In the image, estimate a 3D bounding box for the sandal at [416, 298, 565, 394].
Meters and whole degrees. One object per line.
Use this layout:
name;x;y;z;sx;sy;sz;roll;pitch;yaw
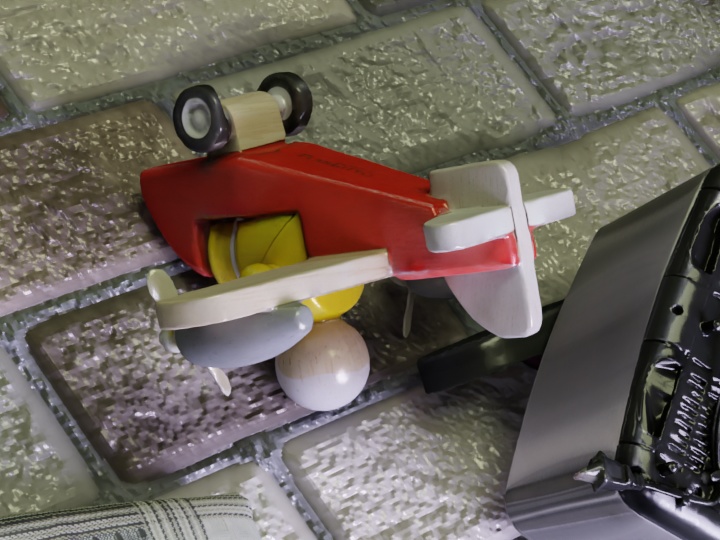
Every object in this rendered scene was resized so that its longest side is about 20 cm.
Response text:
sandal;0.115;0.035;1.118;0.200;0.075;0.048;-19;89;-32

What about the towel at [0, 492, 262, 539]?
towel;-0.097;0.180;0.884;0.192;0.035;0.201;-3;55;-32

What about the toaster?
toaster;0.175;0.067;1.028;0.199;0.119;0.182;30;64;-19

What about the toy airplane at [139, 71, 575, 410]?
toy airplane;0.000;0.000;1.020;0.199;0.142;0.199;5;17;-10
